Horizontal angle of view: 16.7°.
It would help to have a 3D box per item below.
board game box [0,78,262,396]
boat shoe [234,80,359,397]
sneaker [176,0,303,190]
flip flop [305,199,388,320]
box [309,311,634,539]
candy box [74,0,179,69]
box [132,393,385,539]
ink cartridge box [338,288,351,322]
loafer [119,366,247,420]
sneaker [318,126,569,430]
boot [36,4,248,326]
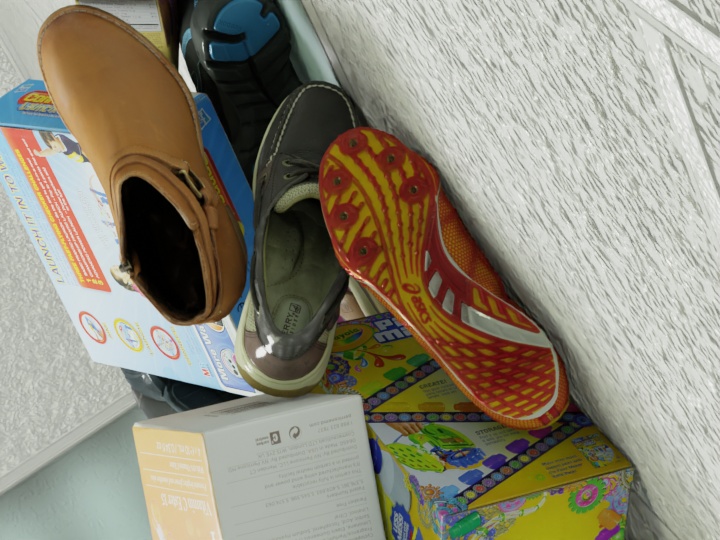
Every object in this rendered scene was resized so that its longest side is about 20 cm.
[{"bbox_3d":[-0.139,-0.023,1.595,0.195,0.056,0.201,10,132,48],"label":"board game box"},{"bbox_3d":[-0.027,-0.028,1.390,0.066,0.071,0.202,118,164,-58],"label":"boat shoe"},{"bbox_3d":[-0.068,-0.114,1.554,0.082,0.073,0.201,54,162,44],"label":"sneaker"},{"bbox_3d":[0.000,0.000,1.498,0.201,0.057,0.081,56,-145,-22],"label":"flip flop"},{"bbox_3d":[0.050,0.155,1.415,0.193,0.121,0.201,-132,38,-50],"label":"box"},{"bbox_3d":[-0.143,-0.198,1.511,0.200,0.056,0.118,95,175,-75],"label":"candy box"},{"bbox_3d":[-0.048,0.175,1.370,0.124,0.097,0.202,-5,96,66],"label":"box"},{"bbox_3d":[-0.041,0.027,1.691,0.095,0.037,0.200,63,151,19],"label":"ink cartridge box"},{"bbox_3d":[-0.098,0.095,1.657,0.200,0.072,0.073,30,140,62],"label":"loafer"},{"bbox_3d":[0.040,0.009,1.342,0.201,0.073,0.077,57,180,18],"label":"sneaker"},{"bbox_3d":[-0.130,-0.057,1.391,0.155,0.076,0.201,-63,-52,-80],"label":"boot"}]
